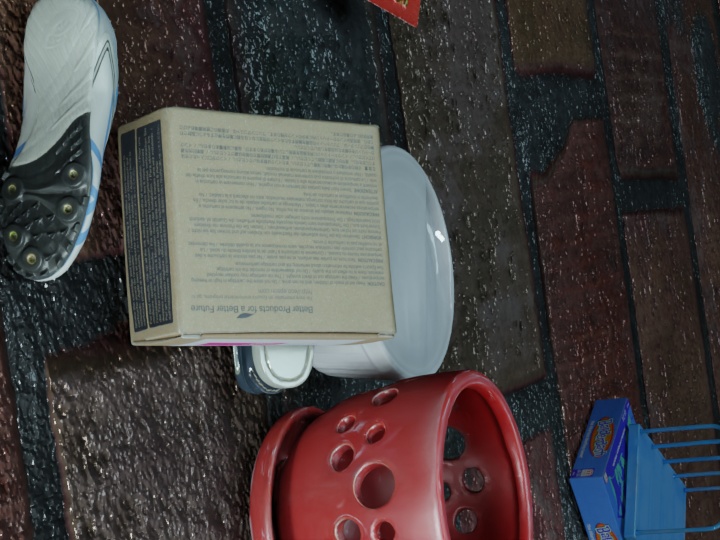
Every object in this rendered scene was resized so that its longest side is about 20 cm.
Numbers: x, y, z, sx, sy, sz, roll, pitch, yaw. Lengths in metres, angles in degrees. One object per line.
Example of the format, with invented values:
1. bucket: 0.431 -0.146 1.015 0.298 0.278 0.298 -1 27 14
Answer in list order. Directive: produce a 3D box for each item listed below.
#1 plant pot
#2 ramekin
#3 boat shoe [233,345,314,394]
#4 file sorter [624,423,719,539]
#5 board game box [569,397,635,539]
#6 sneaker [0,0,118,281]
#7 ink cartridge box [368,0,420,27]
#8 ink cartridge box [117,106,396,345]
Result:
1. plant pot: 0.022 0.186 1.519 0.200 0.181 0.203 26 61 -60
2. ramekin: 0.000 0.000 1.627 0.202 0.093 0.205 29 57 -59
3. boat shoe: -0.071 -0.004 1.502 0.074 0.062 0.202 4 78 -39
4. file sorter: 0.399 0.279 2.260 0.200 0.122 0.140 48 42 -52
5. board game box: 0.306 0.276 2.257 0.152 0.045 0.201 -62 139 -51
6. sneaker: -0.193 -0.087 1.273 0.072 0.071 0.202 44 48 -65
7. ink cartridge box: 0.005 -0.330 1.701 0.199 0.047 0.162 25 64 -39
8. ink cartridge box: -0.075 -0.028 1.415 0.199 0.075 0.167 2 81 -39
